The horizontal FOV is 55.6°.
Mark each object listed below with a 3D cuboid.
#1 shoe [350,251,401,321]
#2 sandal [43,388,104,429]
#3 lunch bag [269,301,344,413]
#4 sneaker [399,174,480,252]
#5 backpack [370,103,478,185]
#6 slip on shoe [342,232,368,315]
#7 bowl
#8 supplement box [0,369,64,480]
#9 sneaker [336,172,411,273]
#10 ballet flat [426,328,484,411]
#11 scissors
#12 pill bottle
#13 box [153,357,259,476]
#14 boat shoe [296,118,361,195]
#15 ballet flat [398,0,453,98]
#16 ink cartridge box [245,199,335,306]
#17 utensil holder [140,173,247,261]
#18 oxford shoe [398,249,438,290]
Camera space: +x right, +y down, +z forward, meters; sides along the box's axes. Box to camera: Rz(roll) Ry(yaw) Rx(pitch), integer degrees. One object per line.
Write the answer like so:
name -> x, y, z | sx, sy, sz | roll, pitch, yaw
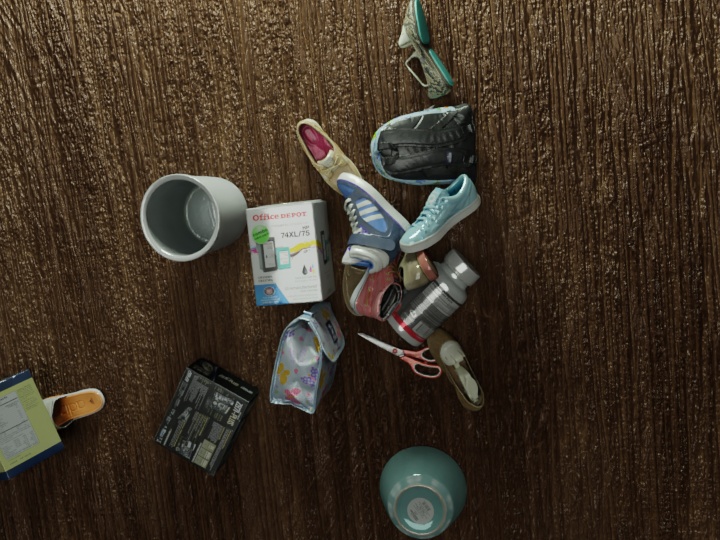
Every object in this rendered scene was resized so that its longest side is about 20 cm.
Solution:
shoe -> 0.058, 0.008, 1.416 | 0.090, 0.071, 0.202 | 17, 77, 47
sandal -> -0.710, 0.333, 1.624 | 0.204, 0.059, 0.080 | -22, 94, 12
lunch bag -> -0.105, 0.177, 1.451 | 0.125, 0.170, 0.203 | 11, 99, 9
sneaker -> 0.144, -0.117, 1.335 | 0.199, 0.074, 0.082 | -39, 120, -19
backpack -> 0.120, -0.244, 1.380 | 0.197, 0.154, 0.165 | -13, 104, -18
slip on shoe -> 0.000, 0.000, 1.466 | 0.075, 0.061, 0.203 | 10, 99, 7
bowl -> 0.133, 0.498, 1.490 | 0.198, 0.105, 0.204 | 1, 97, 9
supplement box -> -0.815, 0.359, 1.565 | 0.199, 0.134, 0.202 | -20, 95, 43
sneaker -> -0.007, -0.087, 1.377 | 0.200, 0.081, 0.147 | 41, 76, 7
ballet flat -> 0.209, 0.211, 1.452 | 0.067, 0.072, 0.202 | -27, 92, -13
scissors -> 0.085, 0.188, 1.501 | 0.197, 0.014, 0.074 | 10, 101, 6
pill bottle -> 0.151, 0.053, 1.424 | 0.111, 0.111, 0.200 | 45, 102, 1
box -> -0.349, 0.330, 1.553 | 0.162, 0.086, 0.202 | 27, 101, 5
boat shoe -> -0.070, -0.233, 1.441 | 0.074, 0.069, 0.200 | -41, 91, 11
ballet flat -> 0.120, -0.446, 1.390 | 0.075, 0.068, 0.202 | -21, 96, 27
ink cartridge box -> -0.144, -0.041, 1.440 | 0.145, 0.146, 0.203 | -5, 96, 9
utensil holder -> -0.341, -0.115, 1.434 | 0.167, 0.200, 0.173 | 1, 98, 8
oxford shoe -> 0.103, -0.021, 1.377 | 0.074, 0.200, 0.071 | -34, 106, 10
